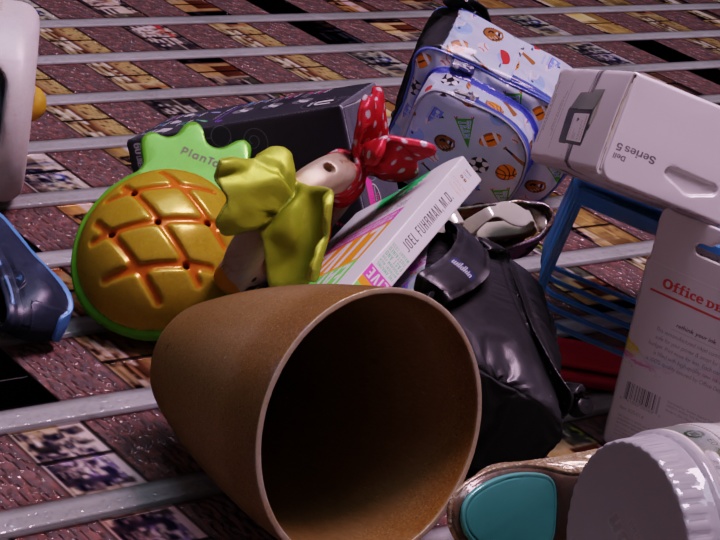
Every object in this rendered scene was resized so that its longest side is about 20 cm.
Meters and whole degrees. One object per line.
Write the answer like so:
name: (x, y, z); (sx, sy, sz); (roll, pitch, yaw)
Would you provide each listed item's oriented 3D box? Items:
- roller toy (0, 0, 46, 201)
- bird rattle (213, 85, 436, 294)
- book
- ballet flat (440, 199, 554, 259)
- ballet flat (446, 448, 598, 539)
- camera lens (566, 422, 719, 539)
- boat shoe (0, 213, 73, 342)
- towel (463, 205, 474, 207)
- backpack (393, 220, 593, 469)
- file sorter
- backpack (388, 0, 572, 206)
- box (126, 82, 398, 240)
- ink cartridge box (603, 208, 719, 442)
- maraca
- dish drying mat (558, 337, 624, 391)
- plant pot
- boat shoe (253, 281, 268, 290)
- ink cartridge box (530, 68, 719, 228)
roller toy: (-0.350, -0.153, 1.741); (0.140, 0.200, 0.183); (6, 57, -11)
bird rattle: (-0.044, -0.056, 1.512); (0.113, 0.163, 0.200); (43, 42, 3)
book: (0.000, 0.000, 1.492); (0.048, 0.134, 0.200); (50, 46, -10)
ballet flat: (0.087, -0.032, 1.692); (0.200, 0.071, 0.069); (-13, 68, -36)
ballet flat: (0.123, 0.160, 1.360); (0.200, 0.071, 0.065); (1, 7, -38)
camera lens: (0.252, 0.175, 1.238); (0.200, 0.160, 0.160); (0, 24, -25)
boat shoe: (-0.303, -0.010, 1.535); (0.200, 0.084, 0.069); (27, 15, 39)
towel: (0.010, -0.057, 1.838); (0.200, 0.023, 0.144); (-3, 11, -25)
backpack: (0.074, 0.054, 1.479); (0.167, 0.127, 0.200); (38, 23, -19)
file sorter: (0.231, -0.014, 1.704); (0.139, 0.123, 0.200); (23, 17, 1)
backpack: (0.131, -0.153, 1.972); (0.190, 0.200, 0.154); (17, 52, -3)
box: (-0.081, -0.080, 1.675); (0.200, 0.122, 0.106); (-8, 13, 19)
ink cartridge box: (0.267, 0.057, 1.484); (0.117, 0.200, 0.067); (26, 27, 33)
maraca: (-0.152, -0.032, 1.570); (0.137, 0.107, 0.200); (22, 63, 4)
dish drying mat: (0.198, 0.078, 1.645); (0.200, 0.018, 0.077); (9, 21, -5)
plant pot: (-0.051, 0.084, 1.332); (0.186, 0.187, 0.200); (-6, 15, -37)
boat shoe: (-0.047, 0.019, 1.607); (0.074, 0.068, 0.199); (20, 24, 22)
ink cartridge box: (0.233, -0.094, 1.521); (0.145, 0.084, 0.200); (20, 3, -11)
